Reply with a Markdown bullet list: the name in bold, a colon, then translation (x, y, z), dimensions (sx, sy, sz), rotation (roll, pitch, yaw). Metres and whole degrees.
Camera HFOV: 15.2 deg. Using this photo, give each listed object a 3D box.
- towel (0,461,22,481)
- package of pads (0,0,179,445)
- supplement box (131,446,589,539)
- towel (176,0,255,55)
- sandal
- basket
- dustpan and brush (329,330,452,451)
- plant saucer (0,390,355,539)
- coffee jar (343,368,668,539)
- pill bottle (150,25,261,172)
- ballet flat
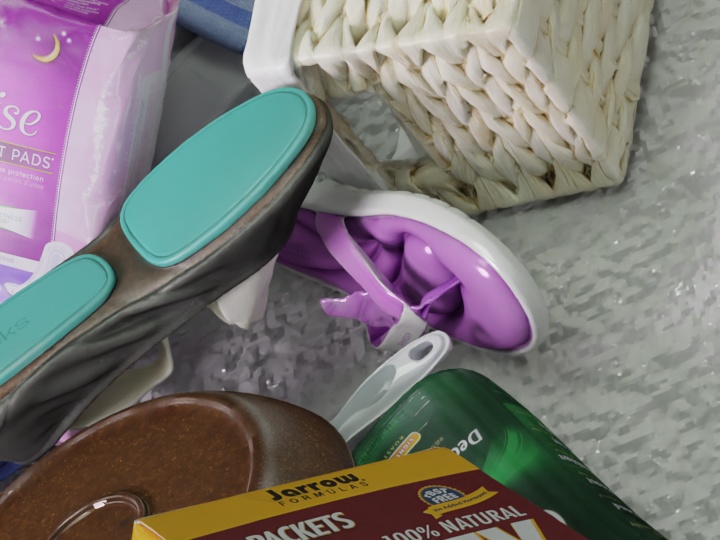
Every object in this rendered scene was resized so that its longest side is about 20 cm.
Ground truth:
- **towel**: translation (-0.225, 0.022, 1.220), dimensions (0.145, 0.024, 0.200), rotation (-37, 77, -5)
- **package of pads**: translation (-0.151, -0.034, 1.136), dimensions (0.120, 0.201, 0.076), rotation (15, 21, 6)
- **supplement box**: translation (0.024, 0.195, 0.861), dimensions (0.197, 0.132, 0.201), rotation (31, 121, 44)
- **towel**: translation (-0.116, -0.186, 1.190), dimensions (0.024, 0.199, 0.147), rotation (-54, 12, 44)
- **sandal**: translation (0.004, 0.005, 1.113), dimensions (0.050, 0.083, 0.202), rotation (-47, 32, -18)
- **basket**: translation (0.048, -0.136, 1.143), dimensions (0.123, 0.136, 0.201), rotation (-7, 56, 28)
- **dustpan and brush**: translation (-0.033, 0.098, 1.085), dimensions (0.200, 0.057, 0.140), rotation (-37, 46, 7)
- **plant saucer**: translation (-0.094, 0.112, 1.011), dimensions (0.200, 0.035, 0.201), rotation (-27, 29, 16)
- **coffee jar**: translation (0.074, 0.124, 0.976), dimensions (0.104, 0.085, 0.200), rotation (-50, 46, -4)
- **pill bottle**: translation (-0.144, -0.116, 1.211), dimensions (0.200, 0.114, 0.114), rotation (38, 82, 3)
- **ballet flat**: translation (-0.084, 0.006, 1.085), dimensions (0.200, 0.068, 0.068), rotation (-37, 42, 2)
